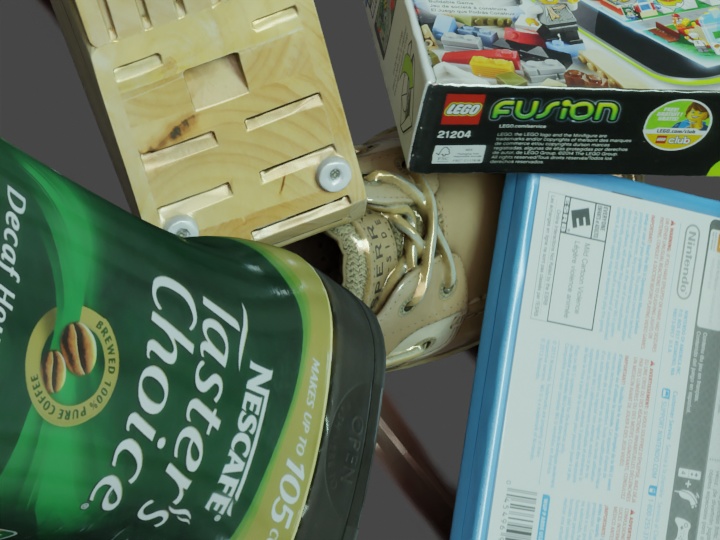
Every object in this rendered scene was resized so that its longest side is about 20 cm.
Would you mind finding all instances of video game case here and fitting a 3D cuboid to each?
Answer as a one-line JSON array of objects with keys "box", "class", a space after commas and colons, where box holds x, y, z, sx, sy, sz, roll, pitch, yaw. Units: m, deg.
[{"box": [0.120, 0.056, 0.882, 0.199, 0.018, 0.144, 12, 84, -28], "class": "video game case"}]

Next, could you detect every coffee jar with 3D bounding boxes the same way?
[{"box": [-0.079, 0.026, 0.720, 0.200, 0.085, 0.105, 23, 72, -47], "class": "coffee jar"}]

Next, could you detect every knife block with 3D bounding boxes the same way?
[{"box": [-0.070, -0.119, 0.829, 0.064, 0.176, 0.201, -20, 119, -7], "class": "knife block"}]

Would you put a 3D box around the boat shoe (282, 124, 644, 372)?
[{"box": [0.000, 0.000, 0.857, 0.199, 0.065, 0.072, -23, 93, -14], "class": "boat shoe"}]

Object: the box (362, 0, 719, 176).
[{"box": [0.102, -0.076, 0.869, 0.199, 0.035, 0.110, 0, 44, -14], "class": "box"}]
